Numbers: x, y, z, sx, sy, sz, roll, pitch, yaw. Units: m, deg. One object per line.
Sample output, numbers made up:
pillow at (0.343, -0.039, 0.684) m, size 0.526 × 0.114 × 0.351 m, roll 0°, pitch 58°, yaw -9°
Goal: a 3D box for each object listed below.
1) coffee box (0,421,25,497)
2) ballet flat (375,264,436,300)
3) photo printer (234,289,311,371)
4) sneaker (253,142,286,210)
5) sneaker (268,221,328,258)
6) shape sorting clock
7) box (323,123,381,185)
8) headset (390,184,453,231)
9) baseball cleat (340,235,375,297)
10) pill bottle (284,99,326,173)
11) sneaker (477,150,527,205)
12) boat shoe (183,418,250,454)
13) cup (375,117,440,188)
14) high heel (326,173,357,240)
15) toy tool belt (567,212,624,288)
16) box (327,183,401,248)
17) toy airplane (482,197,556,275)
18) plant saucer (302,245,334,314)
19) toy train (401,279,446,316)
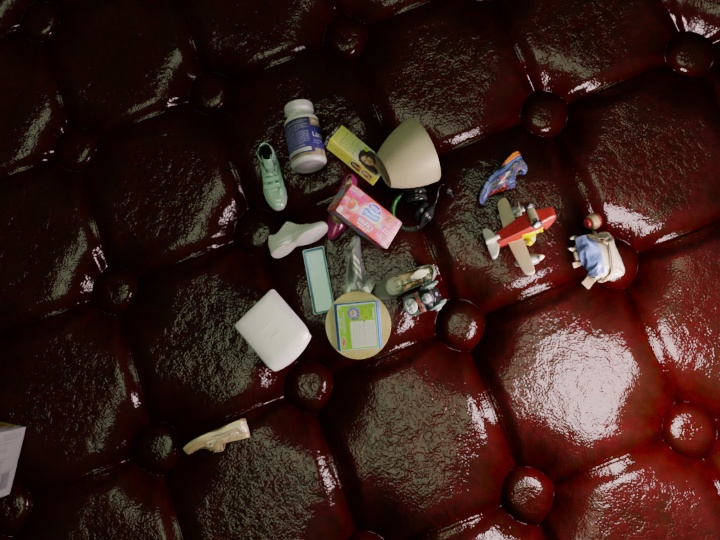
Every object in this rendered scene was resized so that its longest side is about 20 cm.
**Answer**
coffee box at (-1.147, 0.551, 1.504) m, size 0.193 × 0.200 × 0.205 m, roll 9°, pitch 82°, yaw 6°
ballet flat at (0.133, 0.030, 1.555) m, size 0.196 × 0.064 × 0.069 m, roll -21°, pitch 80°, yaw 1°
photo printer at (-0.257, 0.186, 1.558) m, size 0.166 × 0.069 × 0.200 m, roll -42°, pitch 80°, yaw -3°
sneaker at (-0.282, -0.292, 1.611) m, size 0.072 × 0.118 × 0.205 m, roll -13°, pitch 81°, yaw 0°
sneaker at (-0.199, -0.120, 1.604) m, size 0.197 × 0.075 × 0.090 m, roll -24°, pitch 64°, yaw 4°
shape sorting clock at (-0.007, 0.163, 1.546) m, size 0.195 × 0.039 × 0.205 m, roll 0°, pitch 97°, yaw -1°
box at (-0.013, -0.359, 1.604) m, size 0.199 × 0.050 × 0.076 m, roll 37°, pitch 63°, yaw -3°
headset at (0.189, -0.200, 1.596) m, size 0.197 × 0.094 × 0.126 m, roll -28°, pitch 79°, yaw 15°
baseball cleat at (0.000, 0.000, 1.576) m, size 0.104 × 0.070 × 0.205 m, roll 9°, pitch 91°, yaw 0°
pill bottle at (-0.177, -0.418, 1.624) m, size 0.113 × 0.116 × 0.205 m, roll -12°, pitch 81°, yaw 2°
sneaker at (0.432, -0.271, 1.576) m, size 0.078 × 0.075 × 0.200 m, roll 44°, pitch 88°, yaw 6°
boat shoe at (-0.421, 0.500, 1.520) m, size 0.196 × 0.071 × 0.066 m, roll -23°, pitch 79°, yaw -1°
cup at (0.128, -0.324, 1.536) m, size 0.141 × 0.201 × 0.203 m, roll -28°, pitch 80°, yaw -6°
high heel at (-0.063, -0.196, 1.589) m, size 0.066 × 0.096 × 0.204 m, roll 15°, pitch 82°, yaw 7°
toy tool belt at (0.664, -0.058, 1.499) m, size 0.120 × 0.125 × 0.204 m, roll -17°, pitch 79°, yaw -7°
box at (0.012, -0.160, 1.538) m, size 0.198 × 0.099 × 0.096 m, roll 35°, pitch 85°, yaw -20°
toy airplane at (0.462, -0.103, 1.527) m, size 0.197 × 0.140 × 0.204 m, roll 22°, pitch 92°, yaw 46°
plant saucer at (-0.127, 0.030, 1.599) m, size 0.068 × 0.019 × 0.205 m, roll -12°, pitch 79°, yaw 3°
toy train at (0.179, 0.086, 1.481) m, size 0.112 × 0.200 × 0.087 m, roll -27°, pitch 85°, yaw 14°
